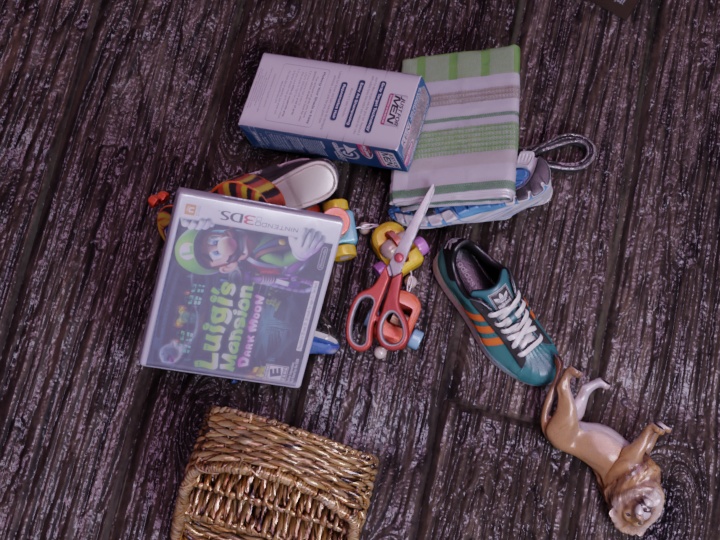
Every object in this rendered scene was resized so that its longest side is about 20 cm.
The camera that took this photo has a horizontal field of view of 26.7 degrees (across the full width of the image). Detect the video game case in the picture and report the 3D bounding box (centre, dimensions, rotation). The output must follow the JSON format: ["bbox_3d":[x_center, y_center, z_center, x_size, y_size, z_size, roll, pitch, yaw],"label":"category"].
[{"bbox_3d":[-0.128,0.022,1.618,0.181,0.023,0.201,10,109,-17],"label":"video game case"}]

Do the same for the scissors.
[{"bbox_3d":[0.033,-0.005,1.701,0.073,0.014,0.201,11,91,12],"label":"scissors"}]

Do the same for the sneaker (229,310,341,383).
[{"bbox_3d":[-0.120,0.077,1.700,0.199,0.079,0.089,5,116,-16],"label":"sneaker"}]

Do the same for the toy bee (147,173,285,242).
[{"bbox_3d":[-0.182,-0.053,1.664,0.200,0.131,0.109,-38,88,11],"label":"toy bee"}]

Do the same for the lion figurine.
[{"bbox_3d":[0.266,0.196,1.700,0.200,0.072,0.123,38,102,15],"label":"lion figurine"}]

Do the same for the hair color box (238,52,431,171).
[{"bbox_3d":[-0.029,-0.182,1.749,0.199,0.061,0.100,11,71,20],"label":"hair color box"}]

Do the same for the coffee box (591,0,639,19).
[{"bbox_3d":[0.351,-0.423,1.858,0.080,0.114,0.200,31,75,3],"label":"coffee box"}]

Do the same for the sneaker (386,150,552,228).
[{"bbox_3d":[0.130,-0.080,1.766,0.199,0.087,0.075,-7,71,17],"label":"sneaker"}]

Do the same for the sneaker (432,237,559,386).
[{"bbox_3d":[0.157,0.047,1.723,0.071,0.080,0.200,-39,84,-13],"label":"sneaker"}]

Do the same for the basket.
[{"bbox_3d":[-0.092,0.245,1.615,0.199,0.143,0.149,19,73,0],"label":"basket"}]

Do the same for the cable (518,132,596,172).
[{"bbox_3d":[0.178,-0.140,1.793,0.199,0.050,0.097,12,75,1],"label":"cable"}]

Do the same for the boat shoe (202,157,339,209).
[{"bbox_3d":[-0.120,-0.080,1.752,0.199,0.057,0.067,-19,102,0],"label":"boat shoe"}]

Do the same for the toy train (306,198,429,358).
[{"bbox_3d":[0.000,0.000,1.737,0.200,0.056,0.150,29,74,3],"label":"toy train"}]

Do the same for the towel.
[{"bbox_3d":[0.112,-0.163,1.748,0.149,0.031,0.201,-3,63,19],"label":"towel"}]
